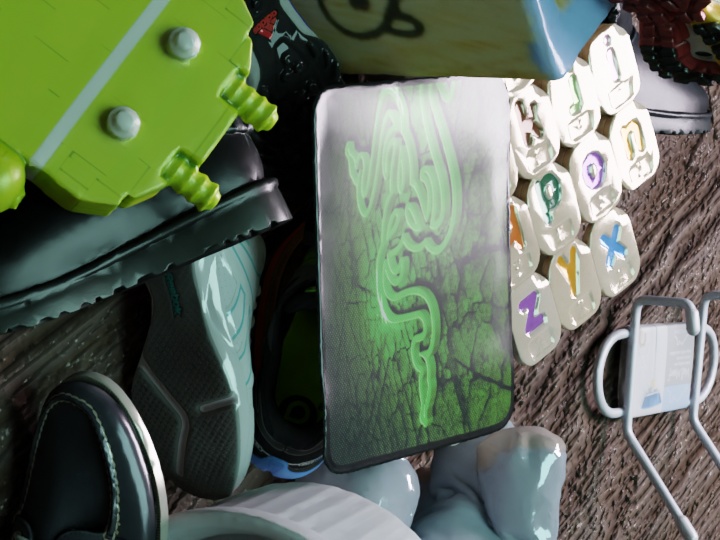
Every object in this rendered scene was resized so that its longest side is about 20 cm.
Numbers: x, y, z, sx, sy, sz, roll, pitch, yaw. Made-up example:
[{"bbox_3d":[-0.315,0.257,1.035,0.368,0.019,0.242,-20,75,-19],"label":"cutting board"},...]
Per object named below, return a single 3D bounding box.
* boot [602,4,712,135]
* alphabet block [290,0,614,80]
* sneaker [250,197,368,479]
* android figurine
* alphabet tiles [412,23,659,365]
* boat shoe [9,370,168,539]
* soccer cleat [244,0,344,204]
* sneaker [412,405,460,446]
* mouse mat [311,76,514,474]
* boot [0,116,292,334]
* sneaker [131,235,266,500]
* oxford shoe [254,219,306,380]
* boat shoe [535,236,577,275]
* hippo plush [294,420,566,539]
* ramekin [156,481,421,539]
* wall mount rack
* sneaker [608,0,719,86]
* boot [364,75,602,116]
[{"bbox_3d":[0.181,-0.178,1.542,0.200,0.076,0.168,-1,99,-51],"label":"boot"},{"bbox_3d":[0.032,-0.230,1.198,0.196,0.200,0.196,-53,134,-39],"label":"alphabet block"},{"bbox_3d":[-0.007,0.015,1.222,0.083,0.071,0.200,130,-19,-73],"label":"sneaker"},{"bbox_3d":[-0.130,-0.106,0.998,0.200,0.041,0.182,39,73,-6],"label":"android figurine"},{"bbox_3d":[0.099,-0.056,1.290,0.200,0.015,0.196,-37,120,-36],"label":"alphabet tiles"},{"bbox_3d":[-0.140,0.150,1.104,0.063,0.073,0.200,-17,113,-58],"label":"boat shoe"},{"bbox_3d":[-0.065,-0.120,1.181,0.068,0.073,0.200,-43,133,-20],"label":"soccer cleat"},{"bbox_3d":[0.037,0.044,1.316,0.200,0.075,0.085,-48,147,-76],"label":"sneaker"},{"bbox_3d":[0.031,-0.001,1.205,0.161,0.008,0.200,-11,101,-48],"label":"mouse mat"},{"bbox_3d":[-0.147,-0.060,1.047,0.211,0.079,0.158,-23,92,-21],"label":"boot"},{"bbox_3d":[-0.077,0.020,1.184,0.080,0.070,0.201,-28,117,-55],"label":"sneaker"},{"bbox_3d":[0.000,0.000,1.294,0.071,0.072,0.200,52,53,-47],"label":"oxford shoe"},{"bbox_3d":[0.083,-0.084,1.424,0.070,0.070,0.200,-102,176,-70],"label":"boat shoe"},{"bbox_3d":[0.023,0.174,1.330,0.161,0.159,0.200,4,74,-27],"label":"hippo plush"},{"bbox_3d":[-0.039,0.204,1.158,0.098,0.200,0.201,-24,114,-61],"label":"ramekin"},{"bbox_3d":[0.243,0.103,1.678,0.200,0.074,0.174,-3,97,-56],"label":"wall mount rack"},{"bbox_3d":[0.158,-0.169,1.158,0.200,0.078,0.082,49,50,-60],"label":"sneaker"},{"bbox_3d":[0.077,-0.117,1.342,0.200,0.074,0.096,40,83,-31],"label":"boot"}]
